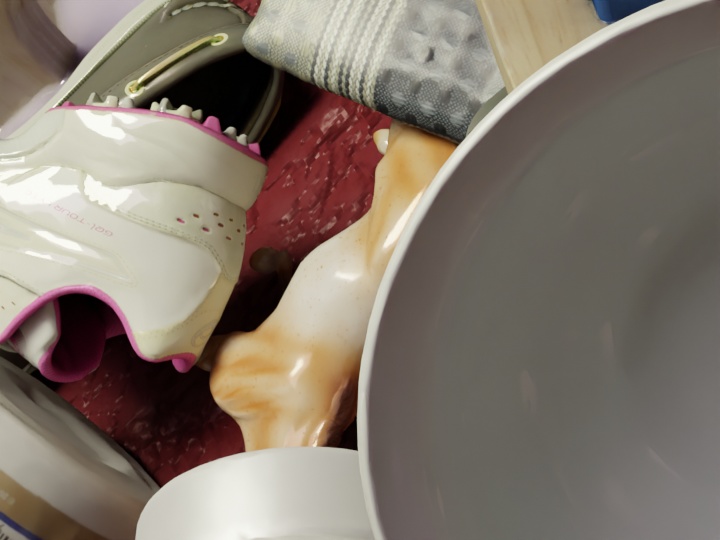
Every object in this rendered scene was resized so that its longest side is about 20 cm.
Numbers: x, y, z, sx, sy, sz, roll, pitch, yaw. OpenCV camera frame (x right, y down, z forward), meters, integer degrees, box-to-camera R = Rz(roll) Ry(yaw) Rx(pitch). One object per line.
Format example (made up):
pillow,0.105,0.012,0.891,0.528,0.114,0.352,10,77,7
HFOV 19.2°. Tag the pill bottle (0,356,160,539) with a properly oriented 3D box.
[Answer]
pill bottle,-0.163,0.127,0.708,0.200,0.111,0.111,-52,39,1

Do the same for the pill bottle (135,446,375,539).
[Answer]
pill bottle,-0.015,0.153,0.539,0.114,0.114,0.200,-26,46,30

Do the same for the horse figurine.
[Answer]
horse figurine,0.000,0.000,0.692,0.200,0.050,0.133,-47,33,12

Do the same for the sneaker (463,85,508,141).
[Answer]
sneaker,0.126,-0.044,0.575,0.200,0.079,0.075,-24,20,-4

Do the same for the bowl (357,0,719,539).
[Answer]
bowl,0.104,0.026,0.493,0.201,0.201,0.090,-41,5,15

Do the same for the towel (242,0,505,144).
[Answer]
towel,0.084,-0.122,0.659,0.192,0.035,0.200,22,81,25

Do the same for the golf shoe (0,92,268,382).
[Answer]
golf shoe,-0.127,-0.010,0.724,0.200,0.075,0.092,1,80,30

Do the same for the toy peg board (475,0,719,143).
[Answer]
toy peg board,0.109,-0.155,0.547,0.199,0.098,0.200,-16,46,1

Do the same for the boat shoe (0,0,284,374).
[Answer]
boat shoe,-0.106,-0.020,0.794,0.202,0.072,0.060,-50,34,-2

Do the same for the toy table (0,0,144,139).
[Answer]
toy table,-0.174,-0.102,0.889,0.200,0.117,0.184,-12,54,38
